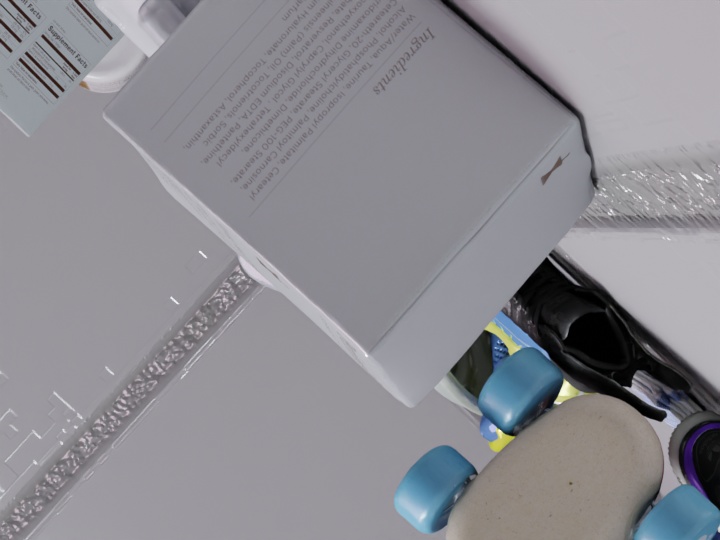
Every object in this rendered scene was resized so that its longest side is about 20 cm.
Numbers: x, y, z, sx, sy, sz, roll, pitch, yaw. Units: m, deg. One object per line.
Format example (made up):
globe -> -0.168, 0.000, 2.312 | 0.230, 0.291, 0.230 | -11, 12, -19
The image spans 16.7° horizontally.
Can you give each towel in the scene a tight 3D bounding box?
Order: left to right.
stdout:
towel -> 0.263, 0.133, 1.896 | 0.200, 0.024, 0.147 | 45, 177, -24

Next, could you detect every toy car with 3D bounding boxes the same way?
toy car -> 0.154, 0.183, 1.762 | 0.184, 0.177, 0.200 | 41, 179, 22

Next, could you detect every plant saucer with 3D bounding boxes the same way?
plant saucer -> 0.057, 0.031, 1.992 | 0.200, 0.050, 0.201 | 50, -154, -35

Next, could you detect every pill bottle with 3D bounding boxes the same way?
pill bottle -> -0.297, -0.265, 2.836 | 0.114, 0.114, 0.200 | 43, 177, -1

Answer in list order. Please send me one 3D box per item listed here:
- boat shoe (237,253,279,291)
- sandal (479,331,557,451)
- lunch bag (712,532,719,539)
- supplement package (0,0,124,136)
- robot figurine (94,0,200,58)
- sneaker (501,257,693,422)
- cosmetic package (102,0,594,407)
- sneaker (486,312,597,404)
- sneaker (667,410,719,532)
boat shoe -> 0.000, 0.000, 1.872 | 0.199, 0.071, 0.072 | 29, 134, 25
sandal -> 0.126, 0.075, 1.944 | 0.087, 0.079, 0.200 | 58, -159, -13
lunch bag -> 0.307, 0.264, 2.036 | 0.132, 0.136, 0.200 | 43, 177, 2
supplement package -> -0.273, -0.254, 1.893 | 0.191, 0.200, 0.147 | 40, 175, 38
robot figurine -> -0.082, -0.163, 1.492 | 0.200, 0.113, 0.170 | 44, -145, -8
sneaker -> 0.144, 0.029, 1.741 | 0.200, 0.060, 0.104 | 45, 170, -1
cosmetic package -> -0.001, -0.062, 1.328 | 0.200, 0.166, 0.167 | 41, 176, 15
sneaker -> 0.116, 0.011, 1.869 | 0.200, 0.076, 0.105 | 42, 158, 33
sneaker -> 0.300, 0.186, 1.712 | 0.200, 0.070, 0.099 | 44, 175, -13
